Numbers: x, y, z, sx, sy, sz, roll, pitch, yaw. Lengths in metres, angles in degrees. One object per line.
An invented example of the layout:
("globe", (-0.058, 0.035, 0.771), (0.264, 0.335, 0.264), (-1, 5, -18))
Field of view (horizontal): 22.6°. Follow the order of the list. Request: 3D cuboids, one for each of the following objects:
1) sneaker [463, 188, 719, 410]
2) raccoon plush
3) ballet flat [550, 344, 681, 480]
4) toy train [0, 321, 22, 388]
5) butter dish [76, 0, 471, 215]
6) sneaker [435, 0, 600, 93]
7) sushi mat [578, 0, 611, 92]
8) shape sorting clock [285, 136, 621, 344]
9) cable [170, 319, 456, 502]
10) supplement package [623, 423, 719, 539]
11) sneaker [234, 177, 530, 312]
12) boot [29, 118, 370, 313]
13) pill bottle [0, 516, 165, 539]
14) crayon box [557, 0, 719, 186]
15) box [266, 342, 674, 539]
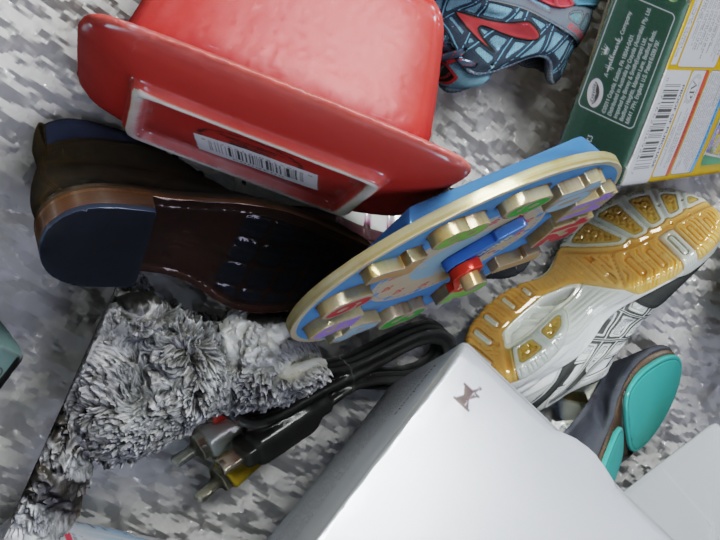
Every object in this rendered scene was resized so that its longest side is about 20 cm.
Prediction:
("sneaker", (0.155, 0.024, 1.200), (0.199, 0.076, 0.088), (-33, 142, -7))
("raccoon plush", (-0.104, 0.092, 1.027), (0.133, 0.097, 0.202), (25, 99, -8))
("ballet flat", (0.157, 0.105, 1.221), (0.200, 0.072, 0.074), (-47, 140, -49))
("toy train", (-0.272, 0.079, 0.965), (0.201, 0.085, 0.114), (-53, 138, 4))
("butter dish", (-0.034, -0.124, 0.921), (0.198, 0.199, 0.149), (20, 81, -7))
("sneaker", (0.056, -0.146, 1.038), (0.198, 0.079, 0.096), (3, 115, -31))
("sushi mat", (0.153, -0.117, 1.117), (0.096, 0.012, 0.202), (-30, 139, -60))
("shape sorting clock", (0.052, -0.008, 0.967), (0.199, 0.039, 0.200), (-29, 170, -5))
("cable", (-0.031, 0.066, 1.128), (0.199, 0.050, 0.098), (-31, 133, -25))
("supplement package", (0.247, 0.252, 1.244), (0.146, 0.192, 0.201), (-34, 154, -13))
("sneaker", (0.000, 0.000, 1.093), (0.198, 0.076, 0.116), (14, 112, -24))
("boot", (-0.088, -0.037, 0.990), (0.198, 0.097, 0.075), (9, 127, -30))
("pill bottle", (-0.132, 0.218, 1.098), (0.199, 0.109, 0.110), (19, 104, -35))
("crayon box", (0.201, -0.123, 1.117), (0.199, 0.051, 0.127), (-9, 122, -58))
("box", (0.054, 0.189, 1.053), (0.199, 0.131, 0.200), (43, 65, -5))
